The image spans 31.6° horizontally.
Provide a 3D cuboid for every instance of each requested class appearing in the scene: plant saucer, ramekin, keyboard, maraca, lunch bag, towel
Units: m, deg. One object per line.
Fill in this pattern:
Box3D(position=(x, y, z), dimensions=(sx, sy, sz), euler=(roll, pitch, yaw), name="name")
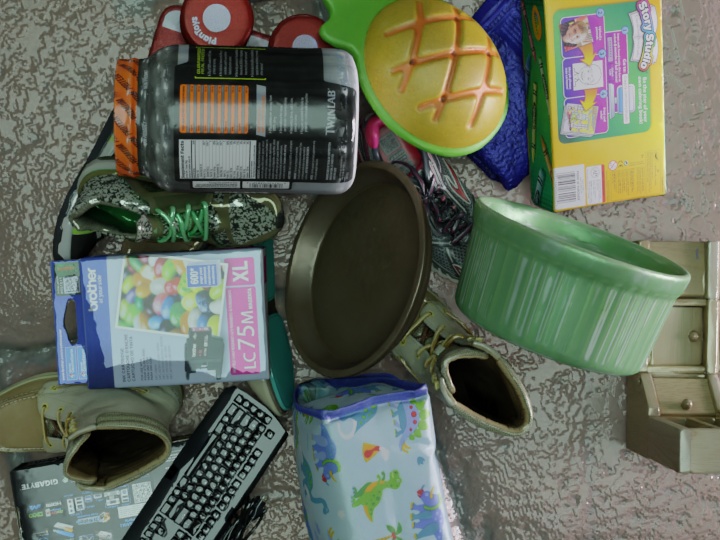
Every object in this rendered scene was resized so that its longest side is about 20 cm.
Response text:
Box3D(position=(0.000, 0.000, 1.163), dimensions=(0.029, 0.199, 0.203), euler=(15, 90, -37), name="plant saucer")
Box3D(position=(0.179, 0.014, 1.120), dimensions=(0.198, 0.200, 0.099), euler=(18, 101, -2), name="ramekin")
Box3D(position=(-0.137, 0.215, 1.175), dimensions=(0.104, 0.040, 0.201), euler=(34, 88, -2), name="keyboard")
Box3D(position=(0.050, -0.191, 1.137), dimensions=(0.200, 0.107, 0.137), euler=(46, 64, -5), name="maraca")
Box3D(position=(-0.002, 0.186, 1.146), dimensions=(0.126, 0.200, 0.172), euler=(-10, 92, -21), name="lunch bag")
Box3D(position=(0.158, -0.196, 1.221), dimensions=(0.147, 0.050, 0.200), euler=(42, 89, -1), name="towel")

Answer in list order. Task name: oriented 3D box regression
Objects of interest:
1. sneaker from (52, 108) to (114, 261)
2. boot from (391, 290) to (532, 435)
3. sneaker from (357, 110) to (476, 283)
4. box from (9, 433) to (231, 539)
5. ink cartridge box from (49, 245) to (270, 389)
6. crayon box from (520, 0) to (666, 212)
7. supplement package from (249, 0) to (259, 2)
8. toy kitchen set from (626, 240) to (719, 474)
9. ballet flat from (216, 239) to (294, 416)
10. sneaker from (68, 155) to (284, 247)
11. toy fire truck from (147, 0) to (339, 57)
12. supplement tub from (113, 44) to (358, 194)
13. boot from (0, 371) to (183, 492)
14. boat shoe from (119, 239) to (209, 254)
Box3D(position=(-0.220, -0.080, 1.199), dimensions=(0.082, 0.072, 0.202), euler=(26, 89, -3), name="sneaker")
Box3D(position=(0.072, 0.071, 1.158), dimensions=(0.200, 0.155, 0.072), euler=(43, 89, 0), name="boot")
Box3D(position=(0.064, -0.065, 1.206), dimensions=(0.081, 0.075, 0.200), euler=(-42, 92, -1), name="sneaker")
Box3D(position=(-0.219, 0.268, 1.211), dimensions=(0.197, 0.050, 0.201), euler=(-10, 91, -3), name="box")
Box3D(position=(-0.182, 0.043, 1.151), dimensions=(0.197, 0.042, 0.121), euler=(-3, 94, 1), name="ink cartridge box")
Box3D(position=(0.218, -0.163, 1.184), dimensions=(0.117, 0.058, 0.203), euler=(-9, 105, -14), name="crayon box")
Box3D(position=(-0.059, -0.328, 1.180), dimensions=(0.197, 0.117, 0.118), euler=(-12, 88, -2), name="supplement package")
Box3D(position=(0.344, 0.073, 1.163), dimensions=(0.161, 0.180, 0.203), euler=(1, 90, -3), name="toy kitchen set")
Box3D(position=(-0.106, 0.040, 1.213), dimensions=(0.069, 0.069, 0.203), euler=(-7, 88, -2), name="ballet flat")
Box3D(position=(-0.166, -0.043, 1.114), dimensions=(0.197, 0.089, 0.078), euler=(5, 122, 10), name="sneaker")
Box3D(position=(-0.109, -0.156, 1.169), dimensions=(0.198, 0.112, 0.170), euler=(18, 86, -10), name="toy fire truck")
Box3D(position=(-0.104, -0.126, 1.067), dimensions=(0.197, 0.122, 0.124), euler=(1, 90, -6), name="supplement tub")
Box3D(position=(-0.262, 0.148, 1.154), dimensions=(0.197, 0.155, 0.073), euler=(-9, 106, -2), name="boot")
Box3D(position=(-0.188, -0.008, 1.204), dimensions=(0.072, 0.065, 0.201), euler=(33, 92, 18), name="boat shoe")
